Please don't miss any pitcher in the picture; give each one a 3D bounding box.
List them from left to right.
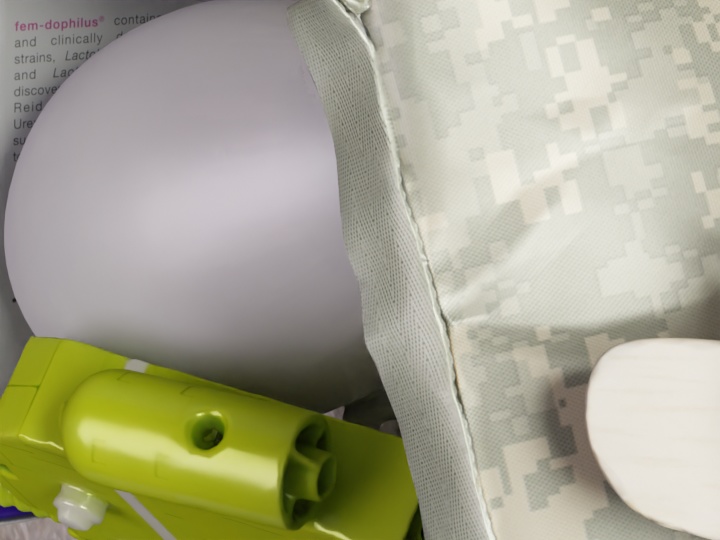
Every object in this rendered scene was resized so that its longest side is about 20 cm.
[{"bbox_3d":[0.000,0.000,0.804,0.200,0.121,0.172,-16,103,49],"label":"pitcher"}]

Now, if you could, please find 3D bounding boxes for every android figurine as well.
[{"bbox_3d":[-0.024,0.071,0.796,0.199,0.182,0.041,14,70,22],"label":"android figurine"}]

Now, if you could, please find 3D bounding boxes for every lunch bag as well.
[{"bbox_3d":[0.076,-0.003,0.610,0.117,0.199,0.165,-21,79,53],"label":"lunch bag"}]

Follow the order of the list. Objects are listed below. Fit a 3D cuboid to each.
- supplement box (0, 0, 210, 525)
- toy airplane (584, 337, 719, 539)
[{"bbox_3d":[-0.100,-0.034,0.936,0.101,0.103,0.201,21,113,52],"label":"supplement box"},{"bbox_3d":[0.167,0.035,0.490,0.199,0.200,0.141,53,171,19],"label":"toy airplane"}]
